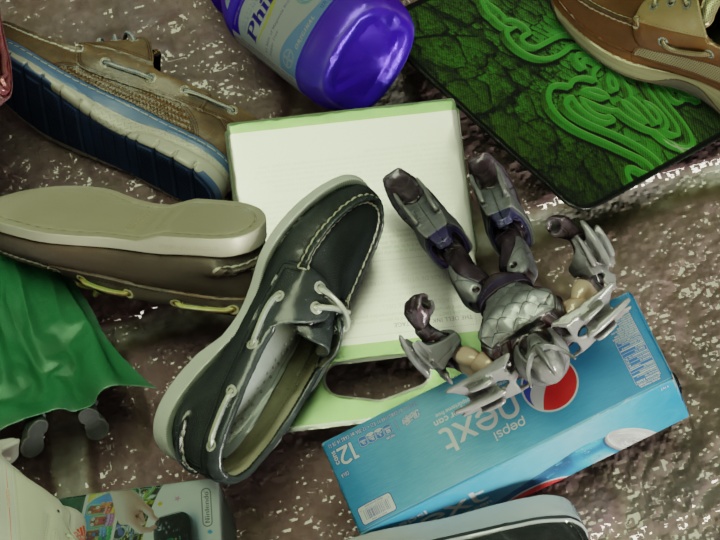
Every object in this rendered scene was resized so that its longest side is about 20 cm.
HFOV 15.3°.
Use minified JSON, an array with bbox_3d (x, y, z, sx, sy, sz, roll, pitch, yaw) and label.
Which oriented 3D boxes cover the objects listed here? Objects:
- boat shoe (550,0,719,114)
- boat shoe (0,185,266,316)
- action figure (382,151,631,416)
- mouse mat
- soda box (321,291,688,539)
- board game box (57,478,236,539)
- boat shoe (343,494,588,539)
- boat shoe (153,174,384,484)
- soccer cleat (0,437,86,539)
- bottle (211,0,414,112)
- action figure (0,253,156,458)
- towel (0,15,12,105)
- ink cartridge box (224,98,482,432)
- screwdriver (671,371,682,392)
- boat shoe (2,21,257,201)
[{"bbox_3d":[0.216,-0.153,1.683,0.200,0.074,0.076,28,49,18],"label":"boat shoe"},{"bbox_3d":[-0.144,-0.011,1.619,0.200,0.060,0.072,6,29,26],"label":"boat shoe"},{"bbox_3d":[0.078,0.007,1.534,0.130,0.069,0.200,-24,35,-2],"label":"action figure"},{"bbox_3d":[0.128,-0.127,1.700,0.161,0.008,0.200,-29,59,-31],"label":"mouse mat"},{"bbox_3d":[0.085,0.092,1.554,0.200,0.068,0.064,-26,64,4],"label":"soda box"},{"bbox_3d":[-0.171,0.209,1.545,0.200,0.064,0.148,-8,59,5],"label":"board game box"},{"bbox_3d":[0.039,0.189,1.521,0.199,0.074,0.068,-12,44,-10],"label":"boat shoe"},{"bbox_3d":[-0.039,0.037,1.560,0.060,0.076,0.200,26,82,45],"label":"boat shoe"},{"bbox_3d":[-0.175,0.172,1.495,0.078,0.069,0.200,-26,62,-26],"label":"soccer cleat"},{"bbox_3d":[-0.046,-0.174,1.720,0.084,0.065,0.200,-58,43,9],"label":"bottle"},{"bbox_3d":[-0.210,0.027,1.653,0.118,0.055,0.200,-12,46,-16],"label":"action figure"},{"bbox_3d":[-0.294,-0.113,1.684,0.200,0.023,0.144,-33,49,28],"label":"towel"},{"bbox_3d":[0.000,0.000,1.641,0.145,0.048,0.200,-6,75,-5],"label":"ink cartridge box"},{"bbox_3d":[0.092,0.088,1.598,0.200,0.029,0.028,-10,67,2],"label":"screwdriver"},{"bbox_3d":[-0.156,-0.112,1.731,0.200,0.072,0.072,30,63,12],"label":"boat shoe"}]
